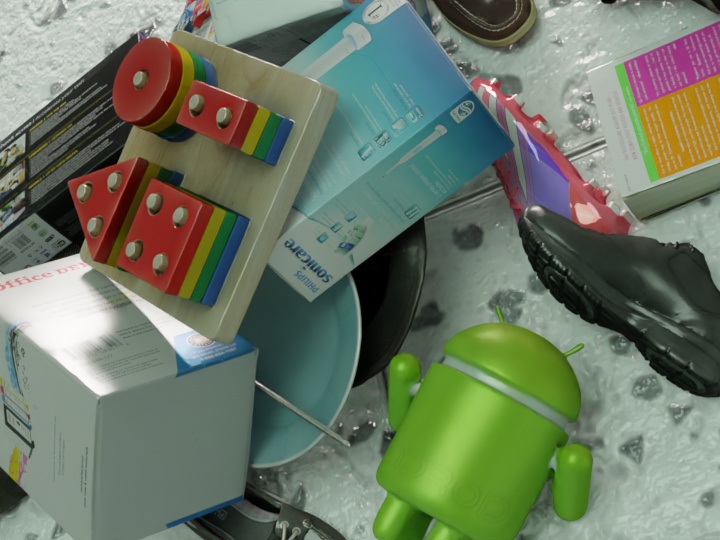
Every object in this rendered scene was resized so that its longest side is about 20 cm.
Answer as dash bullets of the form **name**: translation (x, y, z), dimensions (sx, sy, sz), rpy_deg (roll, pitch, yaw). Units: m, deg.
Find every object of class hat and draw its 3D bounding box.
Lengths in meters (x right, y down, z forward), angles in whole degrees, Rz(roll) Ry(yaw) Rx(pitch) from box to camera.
- **hat**: translation (0.000, 0.000, 1.352), dimensions (0.200, 0.081, 0.201), rpy_deg (-8, 77, 38)

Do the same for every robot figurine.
- **robot figurine**: translation (0.088, 0.127, 1.242), dimensions (0.175, 0.116, 0.200), rpy_deg (26, 84, 26)

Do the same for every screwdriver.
- **screwdriver**: translation (-0.075, 0.089, 1.292), dimensions (0.200, 0.028, 0.029), rpy_deg (24, 126, 43)

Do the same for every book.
- **book**: translation (0.285, -0.137, 1.286), dimensions (0.200, 0.048, 0.134), rpy_deg (-22, 59, 18)

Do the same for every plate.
- **plate**: translation (-0.071, 0.058, 1.331), dimensions (0.200, 0.026, 0.200), rpy_deg (-7, 78, 38)

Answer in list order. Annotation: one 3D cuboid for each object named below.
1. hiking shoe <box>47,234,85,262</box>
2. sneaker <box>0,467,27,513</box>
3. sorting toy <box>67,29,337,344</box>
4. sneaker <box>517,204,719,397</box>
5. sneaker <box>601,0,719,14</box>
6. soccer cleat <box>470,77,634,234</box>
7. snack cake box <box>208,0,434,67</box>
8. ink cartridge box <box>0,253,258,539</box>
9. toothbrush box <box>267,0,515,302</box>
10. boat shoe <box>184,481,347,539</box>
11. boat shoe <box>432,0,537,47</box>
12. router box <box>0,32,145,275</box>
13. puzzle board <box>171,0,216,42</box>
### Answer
- **hiking shoe**: translation (-0.215, -0.019, 1.482), dimensions (0.200, 0.076, 0.101), rpy_deg (-19, 58, 31)
- **sneaker**: translation (-0.347, 0.163, 1.478), dimensions (0.200, 0.075, 0.106), rpy_deg (-40, 60, 9)
- **sorting toy**: translation (-0.137, -0.075, 1.243), dimensions (0.199, 0.070, 0.200), rpy_deg (27, 94, 47)
- **sneaker**: translation (0.207, 0.008, 1.243), dimensions (0.200, 0.076, 0.091), rpy_deg (37, 78, 7)
- **sneaker**: translation (0.221, -0.246, 1.344), dimensions (0.087, 0.074, 0.200), rpy_deg (-49, 51, 4)
- **soccer cleat**: translation (0.135, -0.077, 1.331), dimensions (0.076, 0.067, 0.200), rpy_deg (-45, 60, 11)
- **snack cake box**: translation (-0.029, -0.212, 1.380), dimensions (0.115, 0.200, 0.067), rpy_deg (-16, 79, 22)
- **ink cartridge box**: translation (-0.201, 0.095, 1.306), dimensions (0.200, 0.147, 0.145), rpy_deg (33, 127, 41)
- **toothbrush box**: translation (-0.008, -0.098, 1.270), dimensions (0.200, 0.085, 0.146), rpy_deg (-37, 50, 6)
- **boat shoe**: translation (-0.090, 0.207, 1.339), dimensions (0.200, 0.057, 0.067), rpy_deg (24, 83, 32)
- **boat shoe**: translation (0.075, -0.270, 1.428), dimensions (0.072, 0.072, 0.200), rpy_deg (-39, 58, 9)
- **router box**: translation (-0.249, -0.101, 1.470), dimensions (0.200, 0.051, 0.149), rpy_deg (-34, 38, 19)
- **puzzle board**: translation (-0.134, -0.236, 1.486), dimensions (0.200, 0.017, 0.151), rpy_deg (-17, 55, 66)
